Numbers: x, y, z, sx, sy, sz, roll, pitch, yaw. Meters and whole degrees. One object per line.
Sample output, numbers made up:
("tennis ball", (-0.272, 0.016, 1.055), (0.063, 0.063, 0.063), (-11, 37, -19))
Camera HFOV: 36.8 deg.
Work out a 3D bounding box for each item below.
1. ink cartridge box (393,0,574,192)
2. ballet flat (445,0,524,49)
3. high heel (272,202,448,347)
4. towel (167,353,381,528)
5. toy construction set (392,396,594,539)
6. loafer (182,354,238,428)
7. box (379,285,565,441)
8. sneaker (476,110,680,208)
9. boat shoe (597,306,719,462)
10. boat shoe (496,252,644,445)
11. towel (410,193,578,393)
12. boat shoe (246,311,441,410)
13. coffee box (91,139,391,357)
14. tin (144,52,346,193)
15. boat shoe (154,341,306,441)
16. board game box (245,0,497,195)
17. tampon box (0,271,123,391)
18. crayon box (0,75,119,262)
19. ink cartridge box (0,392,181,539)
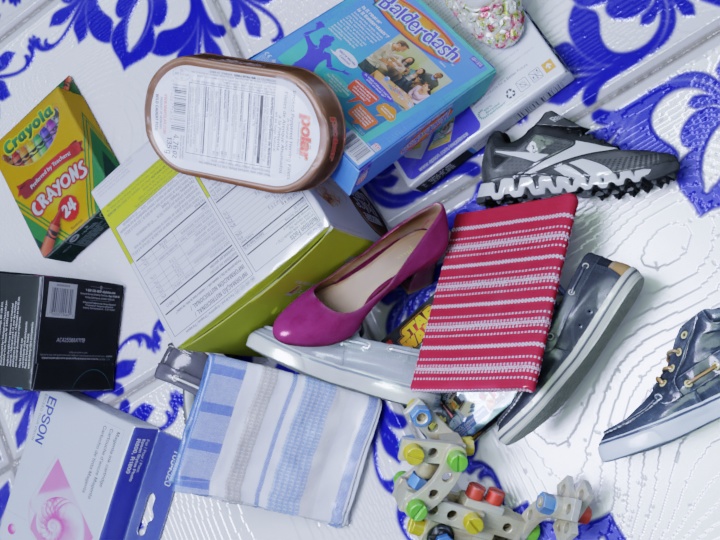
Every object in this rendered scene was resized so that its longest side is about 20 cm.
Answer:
("ink cartridge box", (0.085, -0.218, 1.122), (0.198, 0.043, 0.201), (-36, 73, 16))
("ballet flat", (0.101, -0.312, 1.071), (0.075, 0.064, 0.201), (-27, 75, 16))
("high heel", (0.000, 0.000, 1.029), (0.067, 0.199, 0.097), (40, 141, 29))
("towel", (-0.082, 0.176, 1.098), (0.024, 0.199, 0.148), (22, 94, 67))
("toy construction set", (0.115, 0.212, 1.025), (0.199, 0.092, 0.132), (21, 99, -1))
("loafer", (-0.164, 0.102, 1.197), (0.069, 0.075, 0.202), (-7, 91, 0))
("box", (0.120, 0.075, 1.080), (0.200, 0.040, 0.137), (-43, 69, 15))
("sneaker", (0.205, -0.113, 1.046), (0.199, 0.066, 0.091), (-4, 86, 26))
("boat shoe", (0.296, 0.099, 0.987), (0.199, 0.071, 0.091), (-28, 73, 12))
("boat shoe", (0.181, 0.071, 0.994), (0.062, 0.075, 0.201), (35, 96, 22))
("towel", (0.126, 0.022, 1.011), (0.144, 0.022, 0.201), (-8, 56, 45))
("boat shoe", (-0.011, 0.080, 1.070), (0.199, 0.070, 0.072), (16, 82, 6))
("coffee box", (-0.110, -0.048, 1.108), (0.200, 0.199, 0.198), (-38, 71, 15))
("tin", (-0.108, -0.131, 0.972), (0.199, 0.042, 0.113), (12, 111, 24))
("boat shoe", (-0.129, 0.146, 1.127), (0.200, 0.073, 0.063), (44, 70, -15))
("board game box", (0.010, -0.183, 1.028), (0.200, 0.045, 0.152), (-38, 77, -29))
("tampon box", (-0.403, 0.066, 1.256), (0.199, 0.150, 0.127), (5, 87, 24))
("crayon box", (-0.368, -0.128, 1.314), (0.127, 0.051, 0.201), (-38, 71, 17))
("ink cartridge box", (-0.315, 0.257, 1.258), (0.199, 0.043, 0.198), (18, 92, 26))
